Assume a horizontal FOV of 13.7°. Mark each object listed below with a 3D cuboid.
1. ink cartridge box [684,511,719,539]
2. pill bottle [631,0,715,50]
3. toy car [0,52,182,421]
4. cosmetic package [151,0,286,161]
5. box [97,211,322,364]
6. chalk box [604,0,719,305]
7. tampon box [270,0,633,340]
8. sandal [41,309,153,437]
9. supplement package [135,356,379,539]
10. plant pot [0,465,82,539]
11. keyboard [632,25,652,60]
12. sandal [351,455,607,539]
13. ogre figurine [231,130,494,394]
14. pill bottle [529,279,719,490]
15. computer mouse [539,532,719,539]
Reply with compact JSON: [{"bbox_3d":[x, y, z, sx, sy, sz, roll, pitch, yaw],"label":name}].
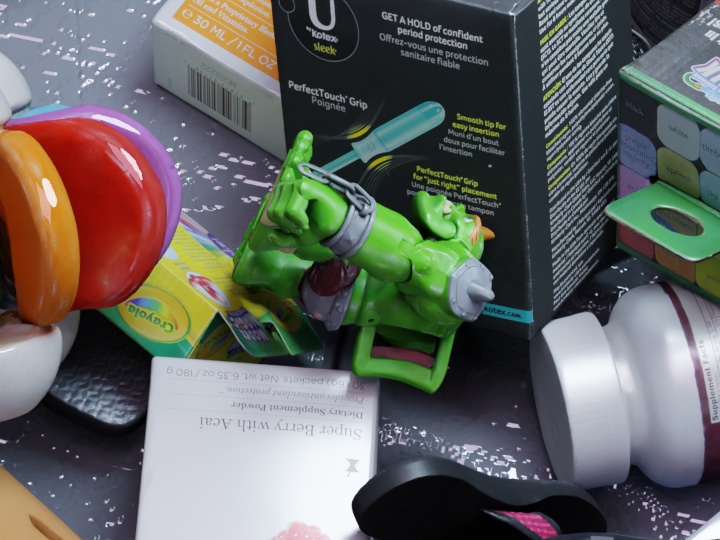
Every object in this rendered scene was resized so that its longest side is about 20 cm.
[{"bbox_3d":[0.179,0.221,1.524,0.200,0.076,0.137,-37,70,-16],"label":"ink cartridge box"},{"bbox_3d":[0.207,-0.191,1.657,0.116,0.200,0.117,1,65,-2],"label":"pill bottle"},{"bbox_3d":[-0.162,-0.028,1.464,0.149,0.200,0.176,-12,98,2],"label":"toy car"},{"bbox_3d":[-0.023,-0.171,1.711,0.101,0.071,0.200,30,66,12],"label":"cosmetic package"},{"bbox_3d":[-0.118,-0.007,1.603,0.200,0.117,0.049,37,103,16],"label":"box"},{"bbox_3d":[0.211,-0.058,1.538,0.125,0.124,0.200,32,54,33],"label":"chalk box"},{"bbox_3d":[0.052,-0.093,1.568,0.149,0.201,0.126,16,40,28],"label":"tampon box"},{"bbox_3d":[-0.182,0.023,1.632,0.200,0.043,0.076,38,61,25],"label":"sandal"},{"bbox_3d":[-0.056,0.161,1.519,0.120,0.120,0.201,4,64,-1],"label":"supplement package"},{"bbox_3d":[-0.221,0.171,1.481,0.140,0.200,0.201,30,65,-6],"label":"plant pot"},{"bbox_3d":[0.144,-0.131,1.645,0.040,0.104,0.201,-33,84,27],"label":"keyboard"},{"bbox_3d":[0.064,0.137,1.511,0.075,0.200,0.045,-39,61,20],"label":"sandal"},{"bbox_3d":[0.000,0.000,1.504,0.119,0.200,0.099,25,58,-4],"label":"ogre figurine"},{"bbox_3d":[0.197,0.054,1.588,0.199,0.110,0.110,-11,65,-7],"label":"pill bottle"},{"bbox_3d":[0.171,0.189,1.459,0.199,0.046,0.141,-4,44,-4],"label":"computer mouse"}]
